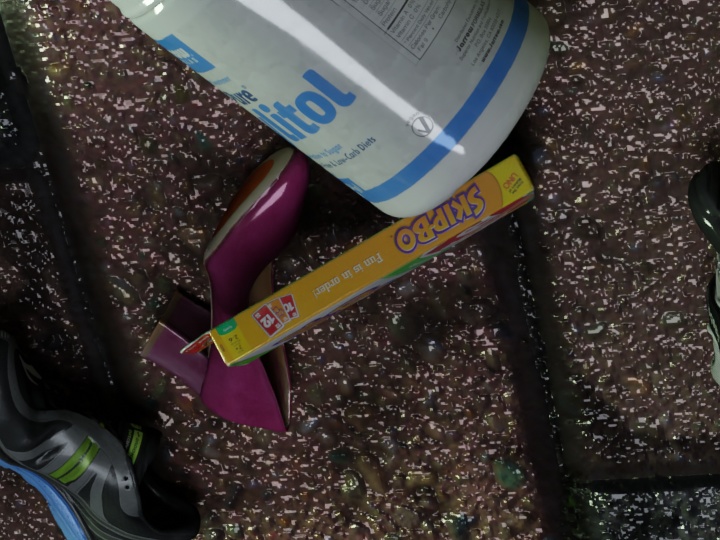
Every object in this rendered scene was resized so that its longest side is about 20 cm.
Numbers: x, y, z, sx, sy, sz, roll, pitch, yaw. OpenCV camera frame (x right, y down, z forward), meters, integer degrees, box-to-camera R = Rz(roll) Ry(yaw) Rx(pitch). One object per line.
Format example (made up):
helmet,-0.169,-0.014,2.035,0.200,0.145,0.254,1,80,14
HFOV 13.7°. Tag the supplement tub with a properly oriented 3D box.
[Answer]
supplement tub,-0.017,-0.131,1.493,0.200,0.132,0.132,36,125,-17

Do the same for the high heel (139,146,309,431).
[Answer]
high heel,-0.045,0.011,1.648,0.096,0.067,0.200,31,141,-4

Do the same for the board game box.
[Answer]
board game box,0.000,0.000,1.571,0.200,0.096,0.030,-27,87,2

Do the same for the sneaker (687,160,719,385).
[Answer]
sneaker,0.215,0.028,1.608,0.088,0.074,0.200,-23,122,28

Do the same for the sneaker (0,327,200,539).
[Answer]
sneaker,-0.161,0.098,1.740,0.083,0.071,0.200,-24,125,20

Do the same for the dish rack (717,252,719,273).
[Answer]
dish rack,0.276,0.007,1.541,0.153,0.055,0.200,-46,125,-9
